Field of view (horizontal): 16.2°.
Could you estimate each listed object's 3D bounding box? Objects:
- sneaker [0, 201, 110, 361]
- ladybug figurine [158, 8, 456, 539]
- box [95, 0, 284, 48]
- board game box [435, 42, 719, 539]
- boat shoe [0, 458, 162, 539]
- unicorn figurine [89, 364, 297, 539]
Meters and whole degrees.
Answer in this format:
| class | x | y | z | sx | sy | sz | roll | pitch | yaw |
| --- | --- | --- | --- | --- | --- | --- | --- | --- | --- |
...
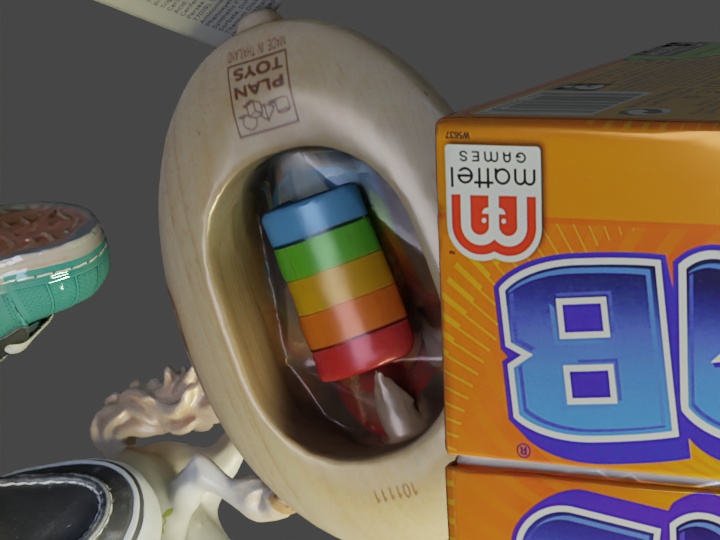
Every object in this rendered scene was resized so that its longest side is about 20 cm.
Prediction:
| class | x | y | z | sx | sy | sz | roll | pitch | yaw |
| --- | --- | --- | --- | --- | --- | --- | --- | --- | --- |
| sneaker | -0.177 | 0.032 | 1.024 | 0.200 | 0.071 | 0.080 | -17 | 109 | 26 |
| ladybug figurine | 0.000 | 0.000 | 0.917 | 0.135 | 0.072 | 0.201 | -14 | 95 | 25 |
| box | -0.103 | -0.148 | 0.865 | 0.082 | 0.200 | 0.068 | -45 | 47 | 26 |
| board game box | 0.156 | 0.040 | 0.774 | 0.199 | 0.200 | 0.201 | 3 | 102 | 27 |
| boat shoe | -0.171 | 0.112 | 0.927 | 0.199 | 0.068 | 0.072 | -19 | 57 | -3 |
| unicorn figurine | -0.060 | 0.135 | 0.988 | 0.137 | 0.074 | 0.201 | -14 | 78 | 29 |
